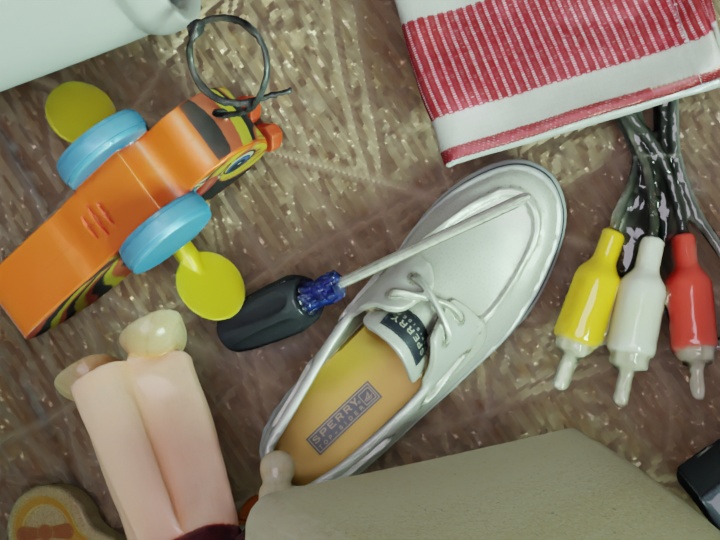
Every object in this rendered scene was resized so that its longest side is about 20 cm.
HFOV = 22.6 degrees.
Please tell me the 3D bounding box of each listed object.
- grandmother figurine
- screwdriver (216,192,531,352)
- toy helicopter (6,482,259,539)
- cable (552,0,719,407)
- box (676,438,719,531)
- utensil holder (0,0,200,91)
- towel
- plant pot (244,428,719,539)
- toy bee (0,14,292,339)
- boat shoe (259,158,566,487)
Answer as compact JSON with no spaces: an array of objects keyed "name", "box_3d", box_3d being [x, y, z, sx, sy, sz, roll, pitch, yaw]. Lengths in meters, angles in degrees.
[{"name":"grandmother figurine","box_3d":[-0.079,0.126,0.809,0.121,0.060,0.201,-38,63,24]},{"name":"screwdriver","box_3d":[0.000,0.000,0.819,0.199,0.029,0.028,-27,70,46]},{"name":"toy helicopter","box_3d":[-0.082,0.152,0.863,0.199,0.079,0.133,27,100,17]},{"name":"cable","box_3d":[0.143,-0.037,0.850,0.096,0.050,0.203,4,91,0]},{"name":"box","box_3d":[0.280,0.116,0.807,0.196,0.117,0.201,-38,86,5]},{"name":"utensil holder","box_3d":[-0.195,-0.156,0.821,0.198,0.170,0.172,-21,89,7]},{"name":"towel","box_3d":[0.079,-0.164,0.851,0.142,0.023,0.202,-16,80,6]},{"name":"plant pot","box_3d":[0.078,0.197,0.736,0.198,0.176,0.202,-6,105,-39]},{"name":"toy bee","box_3d":[-0.083,-0.040,0.855,0.198,0.108,0.132,-17,95,31]},{"name":"boat shoe","box_3d":[0.024,0.029,0.850,0.071,0.070,0.200,44,92,2]}]
